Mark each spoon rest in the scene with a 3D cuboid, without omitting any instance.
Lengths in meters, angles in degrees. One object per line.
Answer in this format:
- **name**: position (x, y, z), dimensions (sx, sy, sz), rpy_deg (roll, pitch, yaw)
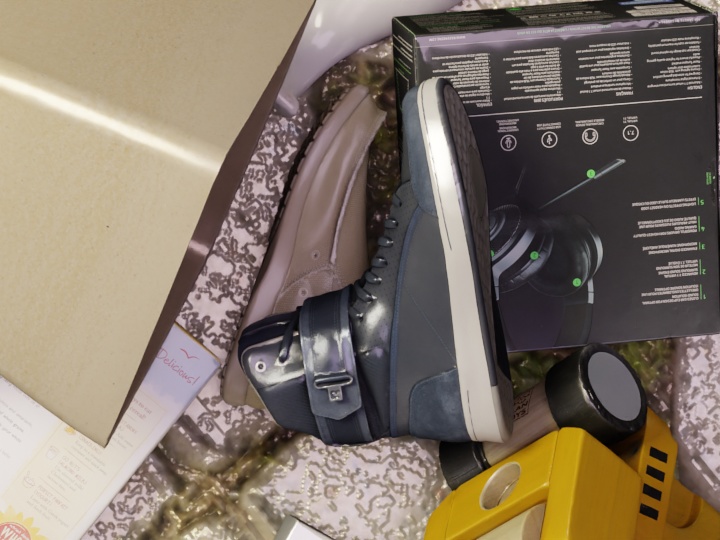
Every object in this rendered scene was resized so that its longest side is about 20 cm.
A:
- **spoon rest**: position (0.002, -0.168, 1.361), dimensions (0.099, 0.061, 0.200), rpy_deg (43, 71, -3)

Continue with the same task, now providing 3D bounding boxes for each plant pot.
- **plant pot**: position (-0.157, -0.064, 1.230), dimensions (0.177, 0.200, 0.200), rpy_deg (24, 125, 0)

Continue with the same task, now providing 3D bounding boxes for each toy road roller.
- **toy road roller**: position (0.125, 0.153, 1.289), dimensions (0.146, 0.200, 0.123), rpy_deg (40, 129, -19)

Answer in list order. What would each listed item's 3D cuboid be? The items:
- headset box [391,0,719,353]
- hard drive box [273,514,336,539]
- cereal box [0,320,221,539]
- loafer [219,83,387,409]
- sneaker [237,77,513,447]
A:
- **headset box**: position (0.113, -0.048, 1.319), dimensions (0.174, 0.093, 0.201), rpy_deg (-6, 103, -6)
- **hard drive box**: position (0.009, 0.257, 1.324), dimensions (0.200, 0.077, 0.156), rpy_deg (29, 84, -3)
- **cereal box**: position (-0.195, 0.085, 1.330), dimensions (0.144, 0.040, 0.200), rpy_deg (40, 84, 0)
- **loafer**: position (-0.021, -0.009, 1.339), dimensions (0.068, 0.076, 0.201), rpy_deg (20, 95, -5)
- **sneaker**: position (0.000, 0.001, 1.245), dimensions (0.146, 0.077, 0.203), rpy_deg (-4, 104, 14)
